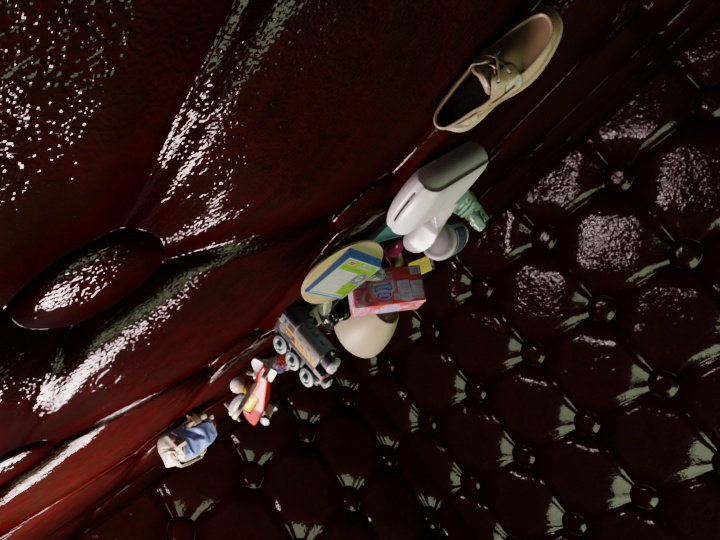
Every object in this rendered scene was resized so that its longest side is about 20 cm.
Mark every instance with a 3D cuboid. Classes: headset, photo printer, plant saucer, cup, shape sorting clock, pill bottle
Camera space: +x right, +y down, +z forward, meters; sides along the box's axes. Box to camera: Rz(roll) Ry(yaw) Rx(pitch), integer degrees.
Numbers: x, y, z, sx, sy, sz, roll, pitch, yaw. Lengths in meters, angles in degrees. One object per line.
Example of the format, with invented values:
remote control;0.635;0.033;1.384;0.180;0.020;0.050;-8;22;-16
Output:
headset;-0.086;0.117;1.499;0.123;0.094;0.202;-26;149;-51
photo printer;0.144;-0.157;1.024;0.198;0.070;0.167;-33;169;-33
plant saucer;0.078;-0.098;1.210;0.070;0.019;0.199;-44;170;25
cup;0.035;0.144;1.576;0.199;0.202;0.143;-28;172;-46
shape sorting clock;-0.038;0.003;1.107;0.197;0.040;0.201;-24;156;-11
pill bottle;0.266;-0.101;1.606;0.116;0.117;0.199;-42;169;26

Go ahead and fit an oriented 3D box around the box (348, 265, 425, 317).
box;0.066;0.056;1.399;0.195;0.102;0.096;-6;162;-11

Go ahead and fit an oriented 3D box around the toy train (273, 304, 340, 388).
toy train;-0.126;0.176;1.206;0.084;0.200;0.115;-18;145;-47

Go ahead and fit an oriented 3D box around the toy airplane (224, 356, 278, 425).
toy airplane;-0.303;0.326;1.463;0.200;0.138;0.203;75;29;-71

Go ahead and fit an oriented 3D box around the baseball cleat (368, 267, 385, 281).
baseball cleat;0.000;0.000;1.264;0.105;0.071;0.200;-33;161;6

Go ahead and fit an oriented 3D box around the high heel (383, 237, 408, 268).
high heel;0.113;-0.028;1.427;0.067;0.097;0.200;-37;171;-2

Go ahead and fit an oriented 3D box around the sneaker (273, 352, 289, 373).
sneaker;-0.242;0.285;1.620;0.078;0.076;0.201;-28;165;-30

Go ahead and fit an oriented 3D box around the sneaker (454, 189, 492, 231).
sneaker;0.309;-0.166;1.462;0.074;0.119;0.199;-40;170;28

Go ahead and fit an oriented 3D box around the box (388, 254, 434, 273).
box;0.125;0.006;1.590;0.197;0.051;0.075;-22;-172;-19

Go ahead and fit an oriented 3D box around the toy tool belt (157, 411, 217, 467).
toy tool belt;-0.463;0.465;1.468;0.122;0.126;0.199;-34;175;33

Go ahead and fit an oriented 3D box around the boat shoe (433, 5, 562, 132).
boat shoe;0.178;-0.257;0.688;0.200;0.072;0.064;-44;169;36

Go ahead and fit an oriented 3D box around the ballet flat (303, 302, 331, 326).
ballet flat;-0.105;0.094;1.266;0.200;0.064;0.067;-46;168;34

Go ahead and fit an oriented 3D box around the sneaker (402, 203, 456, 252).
sneaker;0.185;-0.129;1.327;0.201;0.075;0.089;-50;-179;35
